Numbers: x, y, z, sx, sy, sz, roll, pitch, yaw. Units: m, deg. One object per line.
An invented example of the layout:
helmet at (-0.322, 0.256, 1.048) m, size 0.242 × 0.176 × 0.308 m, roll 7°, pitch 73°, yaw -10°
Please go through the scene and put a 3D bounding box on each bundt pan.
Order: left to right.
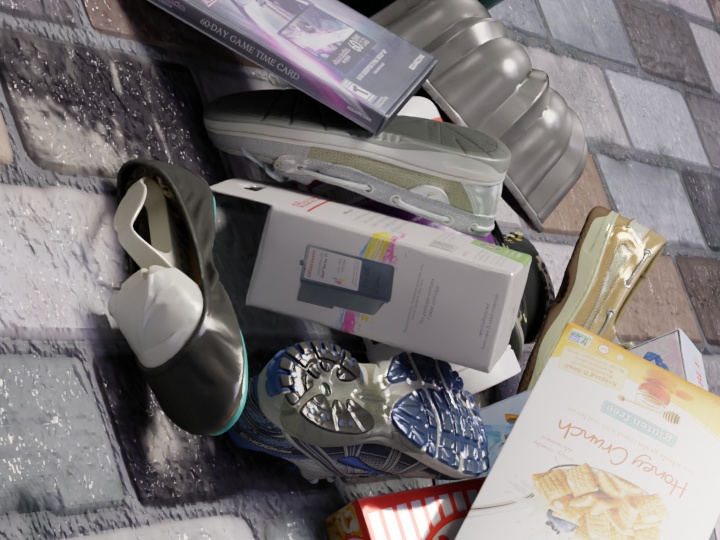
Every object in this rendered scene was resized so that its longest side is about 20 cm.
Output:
bundt pan at (0.090, -0.126, 1.885) m, size 0.202 × 0.076 × 0.202 m, roll 50°, pitch 0°, yaw 0°

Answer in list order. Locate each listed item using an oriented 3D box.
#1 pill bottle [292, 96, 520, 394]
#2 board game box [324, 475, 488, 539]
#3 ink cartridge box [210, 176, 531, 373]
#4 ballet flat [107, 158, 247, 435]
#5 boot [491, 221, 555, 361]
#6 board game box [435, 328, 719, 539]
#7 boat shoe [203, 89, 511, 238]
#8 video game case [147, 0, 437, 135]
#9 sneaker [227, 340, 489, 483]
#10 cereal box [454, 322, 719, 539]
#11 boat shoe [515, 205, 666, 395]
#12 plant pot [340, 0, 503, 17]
pill bottle at (0.036, -0.009, 1.798) m, size 0.201 × 0.112 × 0.112 m, roll 67°, pitch 22°, yaw 1°
board game box at (0.075, 0.232, 1.649) m, size 0.151 × 0.046 × 0.201 m, roll -7°, pitch 71°, yaw -35°
ink cartridge box at (0.000, 0.000, 1.660) m, size 0.117 × 0.198 × 0.068 m, roll -32°, pitch 138°, yaw -79°
ballet flat at (-0.114, 0.010, 1.512) m, size 0.068 × 0.068 × 0.201 m, roll 35°, pitch 26°, yaw -36°
boot at (0.080, -0.024, 1.978) m, size 0.205 × 0.073 × 0.154 m, roll 68°, pitch 18°, yaw 2°
board game box at (0.149, 0.162, 1.771) m, size 0.041 × 0.198 × 0.201 m, roll 43°, pitch 32°, yaw -45°
boat shoe at (-0.006, -0.070, 1.710) m, size 0.075 × 0.200 × 0.065 m, roll -84°, pitch -176°, yaw -68°
video game case at (-0.053, -0.163, 1.729) m, size 0.199 × 0.019 × 0.143 m, roll 31°, pitch 24°, yaw 3°
sneaker at (-0.003, 0.093, 1.621) m, size 0.199 × 0.085 × 0.078 m, roll 19°, pitch 53°, yaw -42°
cereal box at (0.153, 0.141, 1.662) m, size 0.143 × 0.040 × 0.201 m, roll 26°, pitch 52°, yaw 5°
boat shoe at (0.172, 0.055, 1.969) m, size 0.072 × 0.076 × 0.201 m, roll 46°, pitch 65°, yaw -81°
plant pot at (0.003, -0.278, 1.973) m, size 0.141 × 0.141 × 0.201 m, roll 41°, pitch 24°, yaw -47°
